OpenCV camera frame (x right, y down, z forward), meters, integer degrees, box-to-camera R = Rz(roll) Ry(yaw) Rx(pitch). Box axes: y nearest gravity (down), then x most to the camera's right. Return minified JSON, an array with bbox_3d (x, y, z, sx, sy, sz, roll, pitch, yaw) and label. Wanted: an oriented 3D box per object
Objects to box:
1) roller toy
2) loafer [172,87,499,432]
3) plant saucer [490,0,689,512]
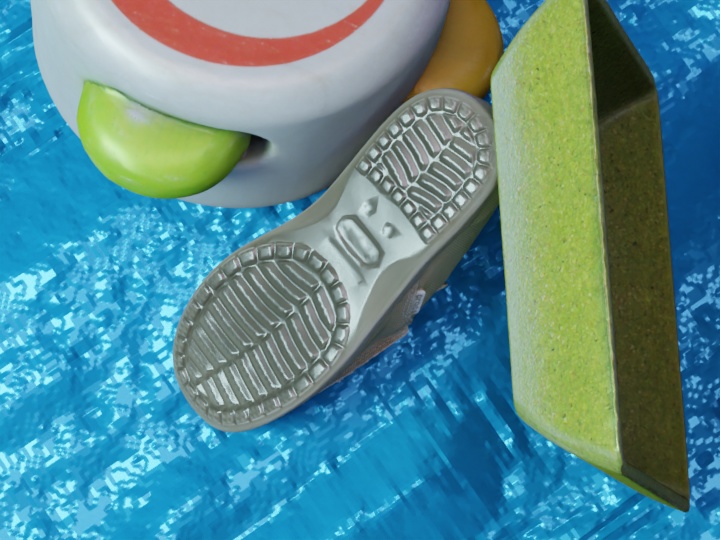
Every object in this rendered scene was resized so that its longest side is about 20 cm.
[{"bbox_3d":[-0.051,-0.127,1.169,0.199,0.140,0.183,-23,75,-13],"label":"roller toy"},{"bbox_3d":[0.000,0.000,1.162,0.200,0.068,0.076,-41,72,25],"label":"loafer"},{"bbox_3d":[0.095,-0.004,1.123,0.048,0.200,0.201,-6,79,14],"label":"plant saucer"}]
